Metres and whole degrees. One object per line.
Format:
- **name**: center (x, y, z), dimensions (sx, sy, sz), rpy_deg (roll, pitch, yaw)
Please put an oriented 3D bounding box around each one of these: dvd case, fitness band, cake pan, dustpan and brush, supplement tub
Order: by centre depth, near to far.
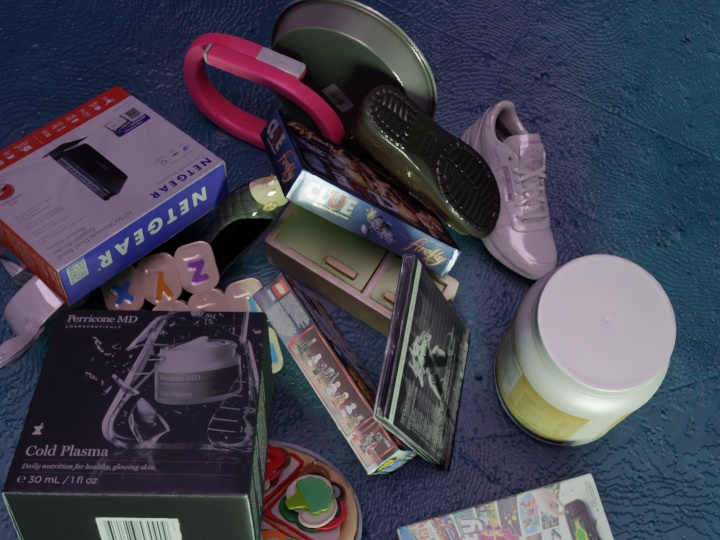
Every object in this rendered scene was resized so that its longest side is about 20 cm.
- **dvd case**: center (0.063, 0.095, 0.876), dimensions (0.016, 0.200, 0.151), rpy_deg (3, 67, 23)
- **supplement tub**: center (0.210, 0.079, 0.877), dimensions (0.142, 0.201, 0.147), rpy_deg (0, 69, -1)
- **dustpan and brush**: center (-0.305, 0.040, 0.881), dimensions (0.139, 0.200, 0.057), rpy_deg (-41, 92, 20)
- **cake pan**: center (-0.015, -0.197, 0.977), dimensions (0.198, 0.201, 0.037), rpy_deg (25, 60, 9)
- **fitness band**: center (-0.107, -0.183, 1.000), dimensions (0.197, 0.144, 0.038), rpy_deg (25, 64, 14)

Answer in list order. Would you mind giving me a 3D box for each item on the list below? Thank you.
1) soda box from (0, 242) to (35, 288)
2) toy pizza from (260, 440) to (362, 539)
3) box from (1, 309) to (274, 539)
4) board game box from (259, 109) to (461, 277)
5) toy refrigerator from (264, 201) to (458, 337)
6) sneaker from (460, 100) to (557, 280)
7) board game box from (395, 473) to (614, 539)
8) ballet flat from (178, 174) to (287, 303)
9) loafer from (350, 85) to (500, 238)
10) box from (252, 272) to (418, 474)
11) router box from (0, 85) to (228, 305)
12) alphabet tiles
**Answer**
- **soda box**: center (-0.294, -0.057, 0.991), dimensions (0.199, 0.069, 0.064), rpy_deg (-36, 70, -13)
- **toy pizza**: center (-0.096, 0.226, 0.856), dimensions (0.196, 0.032, 0.202), rpy_deg (3, 35, -2)
- **box**: center (-0.182, 0.147, 0.815), dimensions (0.196, 0.125, 0.199), rpy_deg (1, 43, -1)
- **board game box**: center (0.000, -0.077, 0.928), dimensions (0.035, 0.198, 0.136), rpy_deg (-53, 33, 19)
- **toy refrigerator**: center (0.000, 0.000, 0.975), dimensions (0.198, 0.070, 0.076), rpy_deg (32, 72, 10)
- **sneaker**: center (0.165, -0.088, 0.990), dimensions (0.074, 0.100, 0.203), rpy_deg (-10, 69, -25)
- **board game box**: center (0.145, 0.295, 0.870), dimensions (0.196, 0.064, 0.150), rpy_deg (-14, 70, -5)
- **ballet flat**: center (-0.130, -0.028, 0.939), dimensions (0.066, 0.200, 0.058), rpy_deg (10, 49, -40)
- **loafer**: center (0.067, -0.110, 0.951), dimensions (0.200, 0.071, 0.073), rpy_deg (44, 65, -19)
- **box**: center (-0.020, 0.104, 0.897), dimensions (0.040, 0.137, 0.201), rpy_deg (-36, 73, 2)
- **router box**: center (-0.260, -0.082, 0.904), dimensions (0.178, 0.049, 0.199), rpy_deg (34, 56, 27)
- **alphabet tiles**: center (-0.182, 0.079, 0.926), dimensions (0.196, 0.015, 0.199), rpy_deg (-16, 97, 0)
